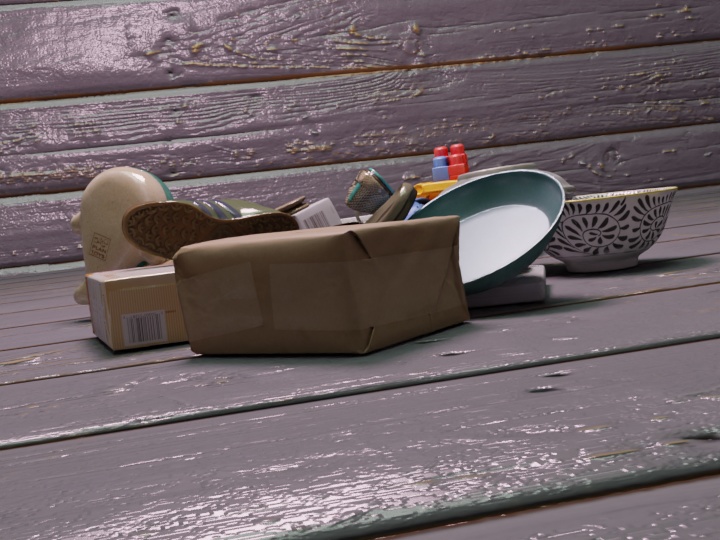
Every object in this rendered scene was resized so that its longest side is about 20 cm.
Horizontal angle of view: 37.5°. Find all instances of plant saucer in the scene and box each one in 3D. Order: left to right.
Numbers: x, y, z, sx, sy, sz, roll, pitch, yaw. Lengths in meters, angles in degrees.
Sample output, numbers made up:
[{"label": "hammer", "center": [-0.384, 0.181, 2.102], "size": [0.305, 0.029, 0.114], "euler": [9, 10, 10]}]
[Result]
[{"label": "plant saucer", "center": [0.121, -0.032, 1.089], "size": [0.200, 0.036, 0.200], "euler": [-23, 28, 13]}, {"label": "plant saucer", "center": [0.187, -0.111, 1.428], "size": [0.200, 0.050, 0.200], "euler": [-8, 0, 0]}]

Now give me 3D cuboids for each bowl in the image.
[{"label": "bowl", "center": [0.301, -0.049, 1.339], "size": [0.201, 0.094, 0.201], "euler": [-6, 5, 1]}]

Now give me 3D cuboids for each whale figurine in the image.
[{"label": "whale figurine", "center": [-0.318, -0.039, 1.433], "size": [0.159, 0.200, 0.104], "euler": [19, 6, 22]}]

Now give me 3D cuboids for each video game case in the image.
[{"label": "video game case", "center": [0.103, 0.021, 1.168], "size": [0.200, 0.024, 0.182], "euler": [-5, 5, 11]}]

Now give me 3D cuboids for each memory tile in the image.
[{"label": "memory tile", "center": [-0.171, -0.040, 1.359], "size": [0.200, 0.017, 0.153], "euler": [-29, 7, -29]}]

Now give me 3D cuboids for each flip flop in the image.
[{"label": "flip flop", "center": [-0.018, -0.029, 1.179], "size": [0.200, 0.058, 0.081], "euler": [-46, 16, 18]}]

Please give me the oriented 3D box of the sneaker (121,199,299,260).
[{"label": "sneaker", "center": [-0.178, -0.049, 1.225], "size": [0.200, 0.067, 0.090], "euler": [1, 10, -19]}]

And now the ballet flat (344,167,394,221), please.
[{"label": "ballet flat", "center": [0.037, -0.070, 1.414], "size": [0.068, 0.075, 0.200], "euler": [44, 6, 34]}]

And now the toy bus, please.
[{"label": "toy bus", "center": [0.181, -0.111, 1.718], "size": [0.200, 0.192, 0.136], "euler": [-4, 3, 14]}]

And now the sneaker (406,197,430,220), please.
[{"label": "sneaker", "center": [0.058, -0.049, 1.273], "size": [0.078, 0.066, 0.200], "euler": [-38, 10, 14]}]

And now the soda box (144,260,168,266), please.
[{"label": "soda box", "center": [-0.253, 0.011, 1.546], "size": [0.064, 0.068, 0.200], "euler": [-2, 6, 41]}]

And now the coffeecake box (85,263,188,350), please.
[{"label": "coffeecake box", "center": [-0.208, 0.032, 1.145], "size": [0.153, 0.073, 0.200], "euler": [-8, 4, -19]}]

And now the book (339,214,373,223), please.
[{"label": "book", "center": [0.047, -0.043, 1.553], "size": [0.200, 0.048, 0.134], "euler": [-9, -28, -15]}]

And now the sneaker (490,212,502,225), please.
[{"label": "sneaker", "center": [0.143, -0.028, 1.227], "size": [0.079, 0.074, 0.200], "euler": [-26, 4, -1]}]

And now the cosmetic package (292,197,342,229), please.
[{"label": "cosmetic package", "center": [-0.124, -0.027, 1.466], "size": [0.200, 0.074, 0.102], "euler": [-22, 6, 43]}]

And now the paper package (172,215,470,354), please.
[{"label": "paper package", "center": [-0.031, 0.012, 0.969], "size": [0.200, 0.104, 0.191], "euler": [-4, 5, 36]}]
